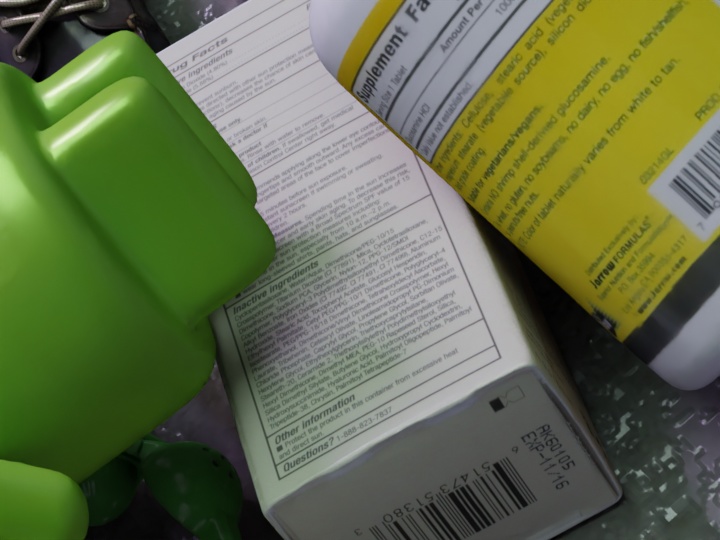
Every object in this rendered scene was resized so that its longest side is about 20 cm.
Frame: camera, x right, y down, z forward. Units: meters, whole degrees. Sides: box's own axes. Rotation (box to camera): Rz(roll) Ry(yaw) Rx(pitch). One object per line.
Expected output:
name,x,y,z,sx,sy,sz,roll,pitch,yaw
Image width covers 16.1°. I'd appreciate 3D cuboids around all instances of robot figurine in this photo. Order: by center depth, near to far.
robot figurine,-0.123,0.020,0.735,0.199,0.116,0.176,-37,25,5

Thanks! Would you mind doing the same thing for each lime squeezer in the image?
lime squeezer,-0.077,0.085,0.821,0.199,0.038,0.071,13,94,37

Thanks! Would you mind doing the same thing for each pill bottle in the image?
pill bottle,0.059,-0.070,0.733,0.200,0.112,0.112,43,81,6

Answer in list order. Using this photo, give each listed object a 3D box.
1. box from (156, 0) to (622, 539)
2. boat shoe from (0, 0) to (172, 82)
box,0.000,0.000,0.801,0.094,0.078,0.201,-28,46,9
boat shoe,-0.114,-0.092,0.947,0.074,0.073,0.201,-32,45,6
